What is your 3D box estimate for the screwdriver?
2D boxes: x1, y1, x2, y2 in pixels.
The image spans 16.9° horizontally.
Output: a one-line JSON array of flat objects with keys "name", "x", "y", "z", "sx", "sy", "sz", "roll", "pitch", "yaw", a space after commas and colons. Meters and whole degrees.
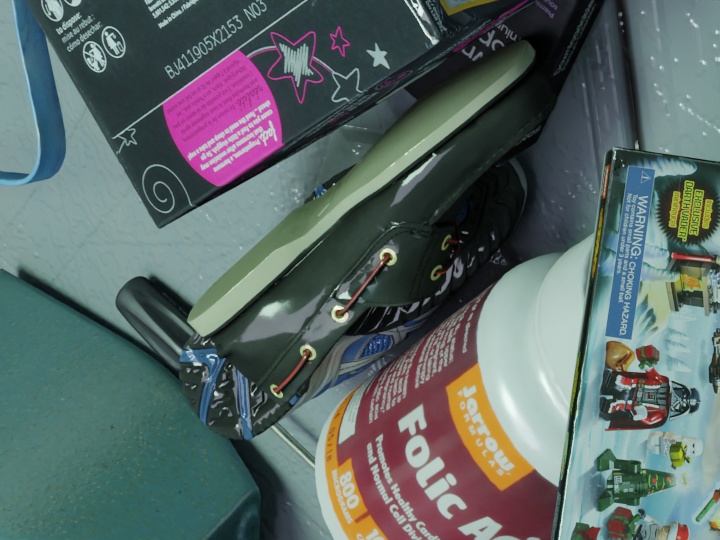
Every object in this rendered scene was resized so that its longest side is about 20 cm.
[{"name": "screwdriver", "x": -0.051, "y": 0.073, "z": 1.234, "sx": 0.200, "sy": 0.028, "sz": 0.029, "roll": 43, "pitch": 167, "yaw": 14}]

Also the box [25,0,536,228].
[{"name": "box", "x": -0.025, "y": -0.125, "z": 0.971, "sx": 0.200, "sy": 0.115, "sz": 0.133, "roll": -29, "pitch": 91, "yaw": 48}]

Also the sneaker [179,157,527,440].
[{"name": "sneaker", "x": 0.000, "y": 0.000, "z": 1.111, "sx": 0.200, "sy": 0.077, "sz": 0.076, "roll": -36, "pitch": 85, "yaw": 31}]

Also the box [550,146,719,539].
[{"name": "box", "x": 0.146, "y": 0.062, "z": 0.914, "sx": 0.136, "sy": 0.040, "sz": 0.201, "roll": 8, "pitch": 90, "yaw": 1}]

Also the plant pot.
[{"name": "plant pot", "x": -0.163, "y": 0.151, "z": 1.274, "sx": 0.199, "sy": 0.196, "sz": 0.197, "roll": 19, "pitch": 127, "yaw": 22}]

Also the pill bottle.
[{"name": "pill bottle", "x": 0.075, "y": 0.062, "z": 1.040, "sx": 0.114, "sy": 0.114, "sz": 0.200, "roll": 54, "pitch": 139, "yaw": 3}]

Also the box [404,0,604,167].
[{"name": "box", "x": 0.046, "y": -0.158, "z": 0.994, "sx": 0.143, "sy": 0.036, "sz": 0.201, "roll": 41, "pitch": 138, "yaw": 17}]

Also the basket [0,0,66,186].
[{"name": "basket", "x": -0.216, "y": -0.139, "z": 1.173, "sx": 0.176, "sy": 0.139, "sz": 0.201, "roll": -2, "pitch": 103, "yaw": 43}]

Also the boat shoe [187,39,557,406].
[{"name": "boat shoe", "x": 0.013, "y": -0.020, "z": 1.019, "sx": 0.063, "sy": 0.074, "sz": 0.201, "roll": 44, "pitch": 118, "yaw": -7}]
